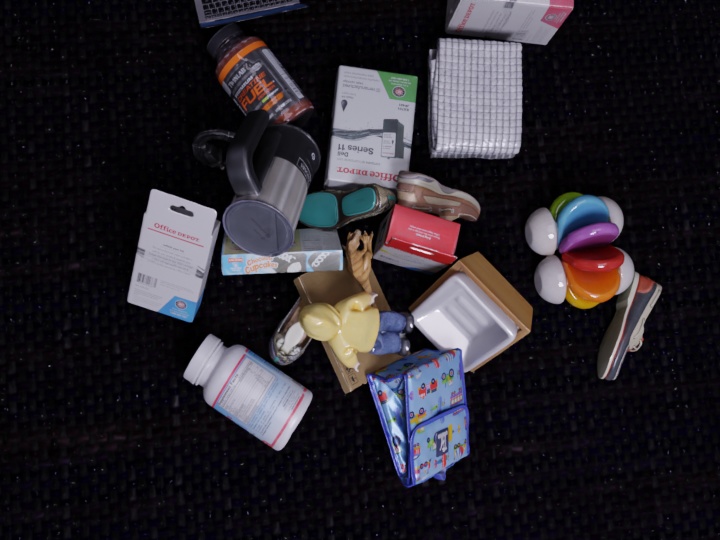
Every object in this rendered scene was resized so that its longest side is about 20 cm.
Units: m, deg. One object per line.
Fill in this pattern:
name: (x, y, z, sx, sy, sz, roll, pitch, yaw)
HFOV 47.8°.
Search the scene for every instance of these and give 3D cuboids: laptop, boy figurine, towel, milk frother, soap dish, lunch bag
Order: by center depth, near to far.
boy figurine: (-0.010, 0.096, 1.285, 0.196, 0.064, 0.128, 8, 93, -30)
milk frother: (-0.188, -0.138, 1.308, 0.181, 0.197, 0.191, 47, 39, -30)
lunch bag: (0.107, 0.247, 1.335, 0.149, 0.093, 0.206, -17, 98, -44)
soap dish: (0.182, 0.070, 1.339, 0.157, 0.200, 0.081, 44, 57, 2)
laptop: (-0.197, -0.489, 1.389, 0.182, 0.116, 0.205, -13, 77, -8)
towel: (0.199, -0.301, 1.439, 0.161, 0.086, 0.206, 1, 84, -5)

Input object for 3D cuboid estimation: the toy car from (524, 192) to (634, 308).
toy car: (0.386, -0.040, 1.390, 0.170, 0.150, 0.206, -9, 84, -7)

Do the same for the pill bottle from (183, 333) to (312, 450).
pill bottle: (-0.184, 0.193, 1.319, 0.198, 0.109, 0.110, 34, 80, -1)

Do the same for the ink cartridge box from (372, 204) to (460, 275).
ink cartridge box: (0.092, -0.050, 1.332, 0.113, 0.200, 0.069, 16, 81, -6)

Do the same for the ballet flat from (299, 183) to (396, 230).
ballet flat: (-0.021, -0.105, 1.374, 0.074, 0.197, 0.070, 2, 83, -49)

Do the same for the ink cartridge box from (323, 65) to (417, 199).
ink cartridge box: (0.017, -0.235, 1.408, 0.142, 0.083, 0.206, 6, 83, -5)

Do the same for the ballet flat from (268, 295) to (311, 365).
ballet flat: (-0.084, 0.072, 1.366, 0.071, 0.072, 0.202, 34, 80, -1)

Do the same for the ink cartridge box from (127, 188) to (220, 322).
ink cartridge box: (-0.296, -0.033, 1.309, 0.113, 0.067, 0.204, 18, 113, -3)

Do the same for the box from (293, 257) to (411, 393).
box: (-0.009, 0.081, 1.354, 0.162, 0.021, 0.204, -21, 84, -45)

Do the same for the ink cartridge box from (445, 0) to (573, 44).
ink cartridge box: (0.259, -0.475, 1.433, 0.194, 0.147, 0.085, 5, 81, -6)

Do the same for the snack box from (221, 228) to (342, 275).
snack box: (-0.131, -0.033, 1.349, 0.194, 0.117, 0.038, -2, 112, -6)

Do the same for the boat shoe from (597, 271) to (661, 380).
boat shoe: (0.471, 0.103, 1.426, 0.061, 0.071, 0.204, 24, 77, -5)

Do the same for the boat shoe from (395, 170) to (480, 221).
boat shoe: (0.128, -0.109, 1.379, 0.197, 0.075, 0.074, 16, 88, -40)

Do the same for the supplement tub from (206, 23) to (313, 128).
supplement tub: (-0.176, -0.320, 1.386, 0.106, 0.107, 0.201, -39, 88, -9)

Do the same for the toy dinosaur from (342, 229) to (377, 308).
toy dinosaur: (0.000, 0.000, 1.340, 0.059, 0.202, 0.108, -11, 47, 12)
